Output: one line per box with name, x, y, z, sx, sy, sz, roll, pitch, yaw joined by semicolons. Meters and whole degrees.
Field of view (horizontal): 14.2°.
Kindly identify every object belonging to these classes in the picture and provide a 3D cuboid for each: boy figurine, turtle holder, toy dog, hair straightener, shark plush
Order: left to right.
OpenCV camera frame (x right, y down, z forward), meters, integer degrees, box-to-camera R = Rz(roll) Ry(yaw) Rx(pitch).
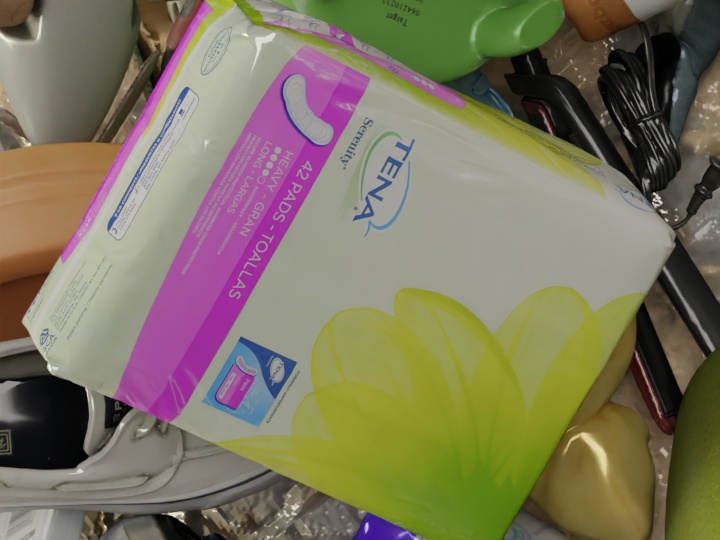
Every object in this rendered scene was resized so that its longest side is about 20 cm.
toy dog;-0.128;-0.088;1.140;0.200;0.132;0.096;-57;39;28
turtle holder;0.005;-0.129;1.132;0.141;0.132;0.186;-12;103;-28
boy figurine;0.059;0.026;1.160;0.124;0.064;0.200;-42;106;-3
hair straightener;0.121;-0.037;1.200;0.077;0.041;0.200;-26;78;21
shark plush;0.169;-0.135;1.216;0.083;0.091;0.200;26;77;-18

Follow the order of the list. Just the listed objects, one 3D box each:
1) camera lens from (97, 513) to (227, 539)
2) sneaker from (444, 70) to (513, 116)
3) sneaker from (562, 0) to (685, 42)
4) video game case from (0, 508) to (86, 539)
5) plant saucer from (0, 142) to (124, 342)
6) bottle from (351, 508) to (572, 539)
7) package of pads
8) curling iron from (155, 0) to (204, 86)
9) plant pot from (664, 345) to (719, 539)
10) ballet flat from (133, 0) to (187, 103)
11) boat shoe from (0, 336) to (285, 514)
camera lens;-0.096;0.207;1.135;0.200;0.160;0.160;-42;76;-2
sneaker;0.031;-0.069;1.227;0.082;0.074;0.200;6;81;-10
sneaker;0.088;-0.168;1.194;0.085;0.073;0.200;-32;36;15
video game case;-0.193;0.158;1.150;0.200;0.143;0.018;-33;113;20
plant saucer;-0.130;0.030;1.157;0.200;0.200;0.037;-24;53;3
bottle;0.090;0.150;1.158;0.200;0.084;0.065;31;103;14
package of pads;0.000;0.000;1.063;0.200;0.068;0.155;26;100;-26
curling iron;-0.059;-0.088;1.191;0.050;0.026;0.200;24;79;-6
plant pot;0.190;0.102;1.090;0.187;0.200;0.187;-4;119;-8
ballet flat;-0.075;-0.121;1.244;0.074;0.074;0.200;-23;77;3
boat shoe;-0.100;0.053;1.105;0.200;0.066;0.072;-3;73;-12
